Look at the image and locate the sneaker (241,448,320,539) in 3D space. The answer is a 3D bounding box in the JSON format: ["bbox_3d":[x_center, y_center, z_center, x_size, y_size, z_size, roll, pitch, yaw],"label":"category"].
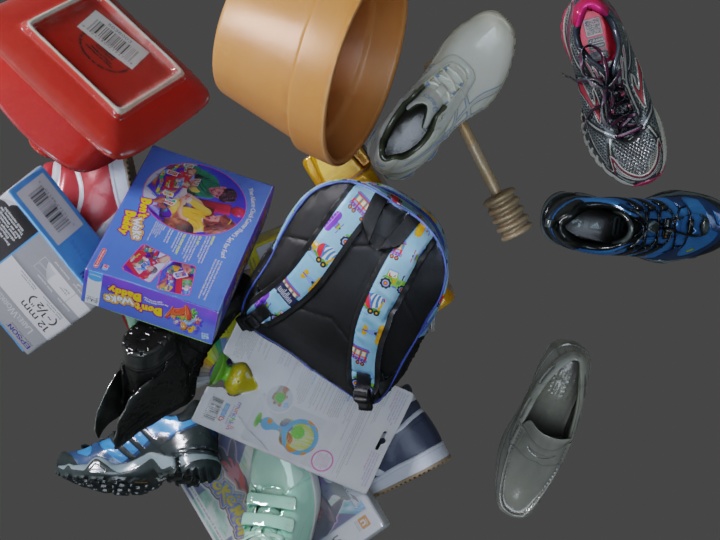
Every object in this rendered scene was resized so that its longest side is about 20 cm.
[{"bbox_3d":[-0.095,0.261,1.626,0.073,0.118,0.203,-2,90,24],"label":"sneaker"}]

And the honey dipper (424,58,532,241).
[{"bbox_3d":[0.118,-0.127,1.666,0.038,0.038,0.202,-26,95,7],"label":"honey dipper"}]

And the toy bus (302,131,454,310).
[{"bbox_3d":[0.018,-0.043,1.660,0.065,0.078,0.201,-32,98,8],"label":"toy bus"}]

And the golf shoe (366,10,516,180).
[{"bbox_3d":[0.084,-0.171,1.598,0.078,0.097,0.201,38,96,2],"label":"golf shoe"}]

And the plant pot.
[{"bbox_3d":[-0.055,-0.218,1.581,0.139,0.200,0.202,19,102,14],"label":"plant pot"}]

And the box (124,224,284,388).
[{"bbox_3d":[-0.141,0.044,1.659,0.198,0.048,0.119,-23,104,-21],"label":"box"}]

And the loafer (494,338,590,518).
[{"bbox_3d":[0.190,0.170,1.700,0.069,0.070,0.202,16,101,-1],"label":"loafer"}]

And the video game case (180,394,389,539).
[{"bbox_3d":[-0.091,0.229,1.698,0.182,0.023,0.201,-37,77,19],"label":"video game case"}]

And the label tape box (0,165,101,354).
[{"bbox_3d":[-0.349,0.005,1.646,0.199,0.066,0.144,-32,101,36],"label":"label tape box"}]

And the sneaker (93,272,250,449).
[{"bbox_3d":[-0.181,0.084,1.589,0.060,0.199,0.105,27,134,29],"label":"sneaker"}]

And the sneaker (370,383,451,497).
[{"bbox_3d":[-0.012,0.191,1.713,0.199,0.070,0.109,-26,89,16],"label":"sneaker"}]

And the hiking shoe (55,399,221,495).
[{"bbox_3d":[-0.233,0.188,1.720,0.198,0.074,0.088,-7,64,22],"label":"hiking shoe"}]

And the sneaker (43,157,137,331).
[{"bbox_3d":[-0.278,-0.024,1.678,0.111,0.071,0.202,-9,93,0],"label":"sneaker"}]

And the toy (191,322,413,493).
[{"bbox_3d":[-0.060,0.133,1.631,0.198,0.047,0.116,24,97,-18],"label":"toy"}]

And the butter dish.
[{"bbox_3d":[-0.284,-0.172,1.609,0.200,0.199,0.148,42,126,2],"label":"butter dish"}]

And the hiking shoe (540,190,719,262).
[{"bbox_3d":[0.283,-0.039,1.640,0.197,0.087,0.075,-1,102,2],"label":"hiking shoe"}]

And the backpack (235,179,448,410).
[{"bbox_3d":[0.000,0.000,1.557,0.182,0.135,0.201,32,119,5],"label":"backpack"}]

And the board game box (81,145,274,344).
[{"bbox_3d":[-0.176,-0.029,1.588,0.133,0.201,0.045,19,132,1],"label":"board game box"}]

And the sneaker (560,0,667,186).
[{"bbox_3d":[0.248,-0.179,1.618,0.080,0.075,0.202,-22,93,7],"label":"sneaker"}]
